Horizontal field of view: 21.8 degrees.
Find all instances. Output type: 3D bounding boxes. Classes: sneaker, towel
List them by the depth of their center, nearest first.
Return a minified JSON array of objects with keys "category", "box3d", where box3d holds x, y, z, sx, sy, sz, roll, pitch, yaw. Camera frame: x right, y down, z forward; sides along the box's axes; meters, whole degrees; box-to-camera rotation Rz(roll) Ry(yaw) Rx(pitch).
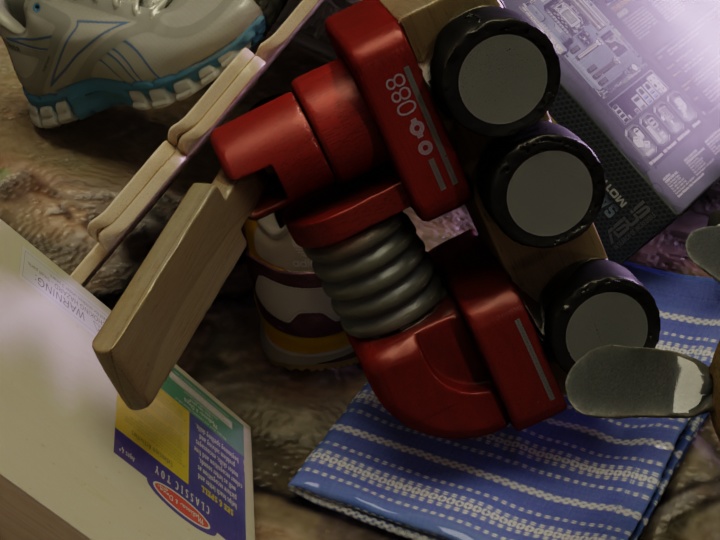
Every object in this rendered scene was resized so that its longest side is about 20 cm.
[{"category":"towel","box3d":[0.077,0.051,0.816,0.144,0.024,0.200,16,40,22]},{"category":"sneaker","box3d":[-0.024,-0.045,0.889,0.075,0.090,0.200,-6,38,-6]},{"category":"sneaker","box3d":[-0.123,-0.129,0.941,0.200,0.087,0.075,-9,31,43]}]

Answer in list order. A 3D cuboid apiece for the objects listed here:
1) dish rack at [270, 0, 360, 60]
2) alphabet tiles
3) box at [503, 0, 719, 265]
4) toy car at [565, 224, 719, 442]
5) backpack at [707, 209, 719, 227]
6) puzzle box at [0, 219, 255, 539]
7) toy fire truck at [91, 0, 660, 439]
[{"category":"dish rack","box3d":[-0.023,-0.150,0.975,0.200,0.172,0.044,27,86,33]},{"category":"alphabet tiles","box3d":[-0.080,-0.055,0.830,0.015,0.196,0.200,40,0,-6]},{"category":"box","box3d":[0.131,-0.110,0.924,0.158,0.051,0.200,49,42,3]},{"category":"toy car","box3d":[0.180,0.060,0.680,0.200,0.158,0.164,29,56,28]},{"category":"backpack","box3d":[0.287,-0.047,0.840,0.190,0.154,0.200,33,41,16]},{"category":"puzzle box","box3d":[-0.113,0.055,0.697,0.025,0.200,0.133,-35,31,20]},{"category":"toy fire truck","box3d":[0.000,0.000,0.738,0.199,0.176,0.129,-25,23,-1]}]
